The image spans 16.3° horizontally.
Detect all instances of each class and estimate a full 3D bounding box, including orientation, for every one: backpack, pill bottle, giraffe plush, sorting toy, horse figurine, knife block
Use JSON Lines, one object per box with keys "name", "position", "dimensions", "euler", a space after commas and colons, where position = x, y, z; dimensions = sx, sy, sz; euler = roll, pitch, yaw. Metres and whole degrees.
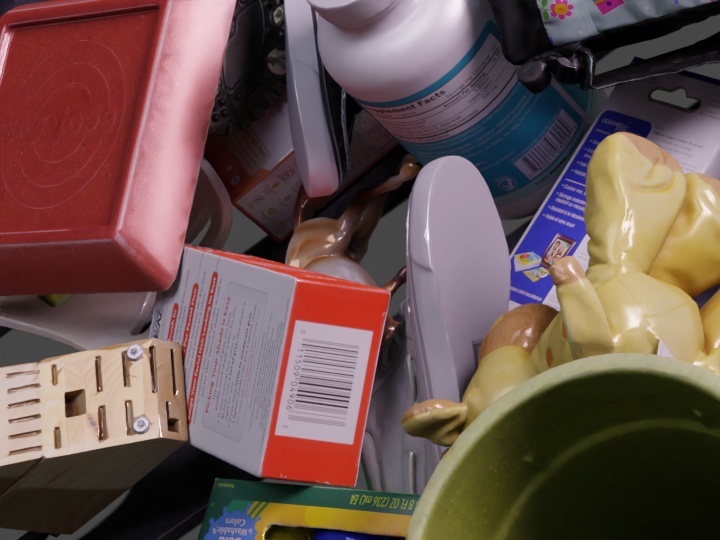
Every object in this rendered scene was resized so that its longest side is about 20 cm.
{"name": "backpack", "position": [0.172, -0.190, 1.351], "dimensions": [0.199, 0.127, 0.167], "euler": [-13, 30, 26]}
{"name": "pill bottle", "position": [0.050, -0.122, 1.428], "dimensions": [0.111, 0.200, 0.111], "euler": [-22, 48, 26]}
{"name": "giraffe plush", "position": [0.119, 0.054, 1.278], "dimensions": [0.162, 0.173, 0.200], "euler": [-38, 8, 39]}
{"name": "sorting toy", "position": [-0.160, -0.027, 1.603], "dimensions": [0.180, 0.107, 0.200], "euler": [36, 94, 43]}
{"name": "horse figurine", "position": [0.000, 0.000, 1.489], "dimensions": [0.132, 0.050, 0.200], "euler": [-38, 47, 18]}
{"name": "knife block", "position": [-0.180, 0.117, 1.508], "dimensions": [0.199, 0.176, 0.064], "euler": [-11, 64, 9]}

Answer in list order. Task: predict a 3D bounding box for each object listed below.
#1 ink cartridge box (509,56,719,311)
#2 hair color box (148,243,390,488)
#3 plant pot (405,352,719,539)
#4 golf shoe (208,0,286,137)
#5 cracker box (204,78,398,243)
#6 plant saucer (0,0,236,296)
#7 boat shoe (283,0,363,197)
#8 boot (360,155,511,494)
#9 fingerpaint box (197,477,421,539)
{"name": "ink cartridge box", "position": [0.141, -0.021, 1.402], "dimensions": [0.095, 0.037, 0.200], "euler": [22, 78, 47]}
{"name": "hair color box", "position": [-0.059, 0.050, 1.428], "dimensions": [0.200, 0.064, 0.111], "euler": [15, 95, 63]}
{"name": "plant pot", "position": [0.147, 0.162, 1.135], "dimensions": [0.199, 0.190, 0.201], "euler": [-13, 64, 28]}
{"name": "golf shoe", "position": [-0.081, -0.164, 1.596], "dimensions": [0.088, 0.077, 0.201], "euler": [-36, 38, 56]}
{"name": "cracker box", "position": [-0.014, -0.131, 1.595], "dimensions": [0.200, 0.058, 0.134], "euler": [-40, 43, 9]}
{"name": "plant saucer", "position": [-0.175, -0.085, 1.540], "dimensions": [0.199, 0.037, 0.201], "euler": [-2, 71, 41]}
{"name": "boat shoe", "position": [-0.011, -0.130, 1.503], "dimensions": [0.068, 0.074, 0.200], "euler": [-3, 49, -2]}
{"name": "boot", "position": [0.030, 0.043, 1.378], "dimensions": [0.095, 0.073, 0.201], "euler": [-11, 80, 41]}
{"name": "fingerpaint box", "position": [-0.009, 0.203, 1.324], "dimensions": [0.200, 0.073, 0.167], "euler": [1, 67, 40]}
